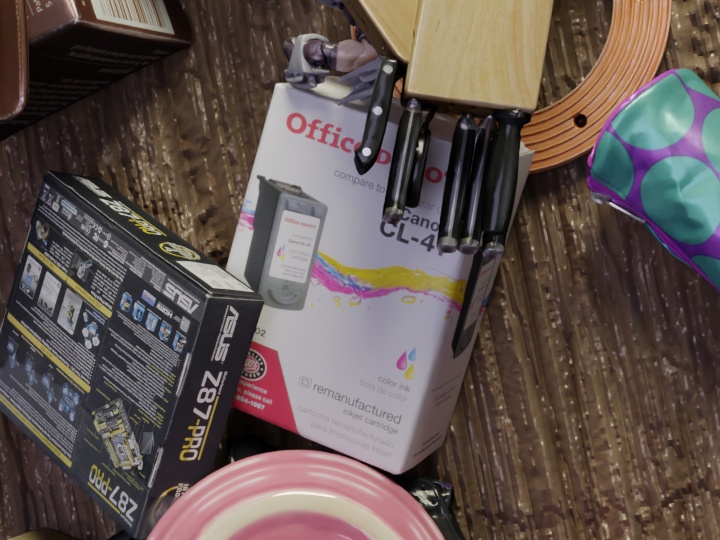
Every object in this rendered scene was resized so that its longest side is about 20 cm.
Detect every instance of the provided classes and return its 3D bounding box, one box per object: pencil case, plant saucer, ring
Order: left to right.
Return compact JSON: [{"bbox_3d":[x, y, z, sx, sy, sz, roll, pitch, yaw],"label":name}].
[{"bbox_3d":[-0.036,0.202,0.978,0.200,0.051,0.201,1,79,-5],"label":"plant saucer"},{"bbox_3d":[0.089,-0.158,1.038,0.200,0.019,0.201,0,91,18],"label":"ring"},{"bbox_3d":[0.216,-0.015,0.965,0.092,0.085,0.200,-42,78,-1],"label":"pencil case"}]

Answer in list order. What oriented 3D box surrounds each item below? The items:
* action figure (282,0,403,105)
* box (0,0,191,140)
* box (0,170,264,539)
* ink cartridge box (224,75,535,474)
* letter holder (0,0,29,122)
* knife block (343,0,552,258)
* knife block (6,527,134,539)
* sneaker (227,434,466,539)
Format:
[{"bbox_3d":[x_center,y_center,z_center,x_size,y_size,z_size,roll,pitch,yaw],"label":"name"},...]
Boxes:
[{"bbox_3d":[-0.004,-0.168,1.003,0.200,0.130,0.069,52,148,16],"label":"action figure"},{"bbox_3d":[-0.246,-0.180,1.074,0.199,0.166,0.165,-23,86,18],"label":"box"},{"bbox_3d":[-0.152,0.048,1.061,0.200,0.049,0.162,32,108,44],"label":"box"},{"bbox_3d":[0.000,0.000,1.030,0.147,0.086,0.201,20,106,18],"label":"ink cartridge box"},{"bbox_3d":[-0.271,-0.174,0.943,0.142,0.101,0.201,-8,91,17],"label":"letter holder"},{"bbox_3d":[0.073,-0.114,0.912,0.200,0.064,0.176,-36,91,-2],"label":"knife block"},{"bbox_3d":[-0.160,0.244,1.113,0.175,0.064,0.201,19,97,18],"label":"knife block"},{"bbox_3d":[0.013,0.152,1.057,0.200,0.076,0.088,38,90,9],"label":"sneaker"}]
